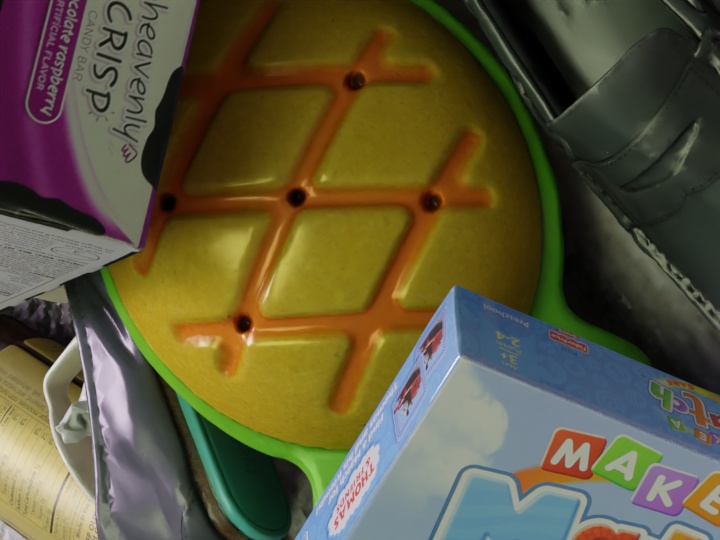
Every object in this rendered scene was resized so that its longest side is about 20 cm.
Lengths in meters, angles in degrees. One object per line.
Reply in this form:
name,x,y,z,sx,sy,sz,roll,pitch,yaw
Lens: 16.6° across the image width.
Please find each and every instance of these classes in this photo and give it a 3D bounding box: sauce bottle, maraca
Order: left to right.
sauce bottle,-0.117,0.055,0.868,0.200,0.065,0.065,31,118,32
maraca,0.000,0.000,0.731,0.137,0.107,0.201,-34,84,8

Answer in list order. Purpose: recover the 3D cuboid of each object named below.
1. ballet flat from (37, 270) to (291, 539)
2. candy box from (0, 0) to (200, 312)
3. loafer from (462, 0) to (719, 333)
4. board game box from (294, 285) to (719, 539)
ballet flat,-0.079,0.011,0.797,0.073,0.073,0.201,-34,63,38
candy box,-0.103,-0.063,0.721,0.200,0.061,0.137,-16,60,66
loafer,0.080,-0.044,0.682,0.068,0.070,0.201,-43,73,37
board game box,0.047,0.112,0.708,0.151,0.037,0.200,22,121,-15
